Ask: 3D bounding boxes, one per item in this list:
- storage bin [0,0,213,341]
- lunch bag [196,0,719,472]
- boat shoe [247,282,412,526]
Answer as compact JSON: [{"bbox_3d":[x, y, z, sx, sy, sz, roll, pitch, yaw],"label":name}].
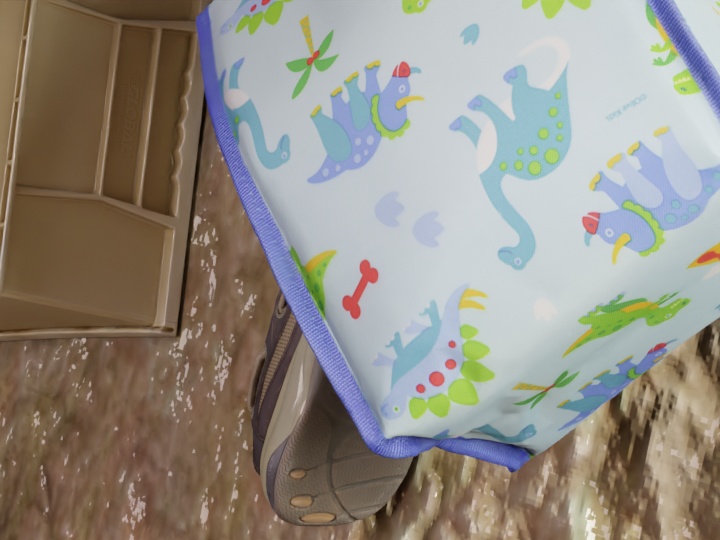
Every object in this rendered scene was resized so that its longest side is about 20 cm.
[{"bbox_3d":[-0.165,-0.072,1.311,0.200,0.094,0.199,-3,78,55],"label":"storage bin"},{"bbox_3d":[0.047,-0.060,0.929,0.170,0.127,0.200,-39,66,21],"label":"lunch bag"},{"bbox_3d":[0.000,0.000,1.071,0.073,0.074,0.200,46,117,50],"label":"boat shoe"}]
